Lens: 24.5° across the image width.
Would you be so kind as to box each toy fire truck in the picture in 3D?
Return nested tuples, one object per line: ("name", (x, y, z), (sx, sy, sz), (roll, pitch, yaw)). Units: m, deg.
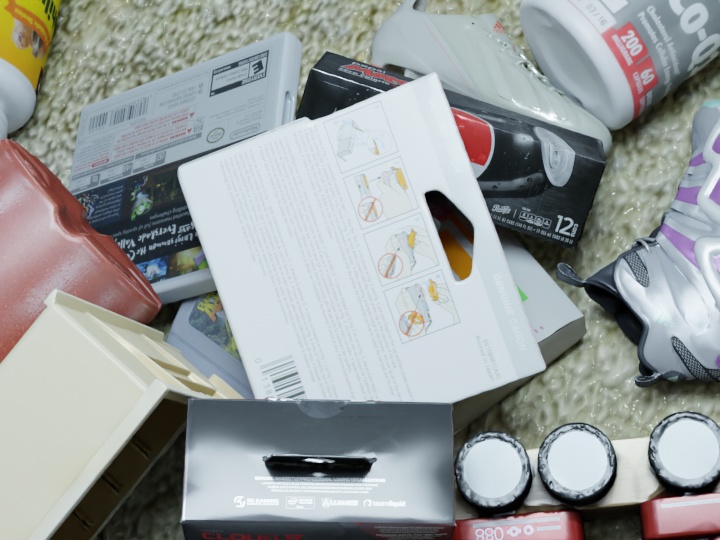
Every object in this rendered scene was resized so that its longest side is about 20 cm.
("toy fire truck", (0.143, 0.191, 0.962), (0.176, 0.129, 0.201), (-6, 73, 7))

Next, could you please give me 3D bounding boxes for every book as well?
("book", (0.041, 0.005, 1.119), (0.133, 0.048, 0.200), (-34, 58, -9))

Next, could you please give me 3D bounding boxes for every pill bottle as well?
("pill bottle", (0.220, -0.198, 1.147), (0.200, 0.114, 0.114), (-37, 61, -9))
("pill bottle", (-0.287, -0.178, 1.242), (0.109, 0.109, 0.200), (2, 63, 12))

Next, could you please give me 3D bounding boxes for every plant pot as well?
("plant pot", (-0.246, 0.033, 1.050), (0.195, 0.201, 0.201), (-43, 62, -1))

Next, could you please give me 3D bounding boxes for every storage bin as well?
("storage bin", (-0.173, 0.130, 0.981), (0.094, 0.199, 0.200), (39, 91, 18))

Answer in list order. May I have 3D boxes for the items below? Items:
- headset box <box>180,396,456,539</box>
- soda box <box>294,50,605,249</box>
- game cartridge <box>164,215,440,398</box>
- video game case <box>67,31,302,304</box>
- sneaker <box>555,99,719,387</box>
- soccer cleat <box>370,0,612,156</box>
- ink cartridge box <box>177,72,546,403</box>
("headset box", (-0.024, 0.139, 0.954), (0.148, 0.200, 0.077), (1, 63, -2))
("soda box", (0.057, -0.080, 1.087), (0.200, 0.071, 0.063), (18, 108, 1))
("game cartridge", (-0.049, 0.022, 1.092), (0.133, 0.041, 0.200), (31, 88, 39))
("video game case", (-0.130, -0.060, 1.152), (0.200, 0.023, 0.182), (-15, 57, 33))
("sneaker", (0.195, -0.018, 1.077), (0.140, 0.078, 0.200), (-7, 61, 7))
("soccer cleat", (0.095, -0.139, 1.165), (0.200, 0.069, 0.078), (28, 85, 27))
("ink cartridge box", (0.000, 0.000, 1.022), (0.173, 0.044, 0.200), (-20, 83, 4))
